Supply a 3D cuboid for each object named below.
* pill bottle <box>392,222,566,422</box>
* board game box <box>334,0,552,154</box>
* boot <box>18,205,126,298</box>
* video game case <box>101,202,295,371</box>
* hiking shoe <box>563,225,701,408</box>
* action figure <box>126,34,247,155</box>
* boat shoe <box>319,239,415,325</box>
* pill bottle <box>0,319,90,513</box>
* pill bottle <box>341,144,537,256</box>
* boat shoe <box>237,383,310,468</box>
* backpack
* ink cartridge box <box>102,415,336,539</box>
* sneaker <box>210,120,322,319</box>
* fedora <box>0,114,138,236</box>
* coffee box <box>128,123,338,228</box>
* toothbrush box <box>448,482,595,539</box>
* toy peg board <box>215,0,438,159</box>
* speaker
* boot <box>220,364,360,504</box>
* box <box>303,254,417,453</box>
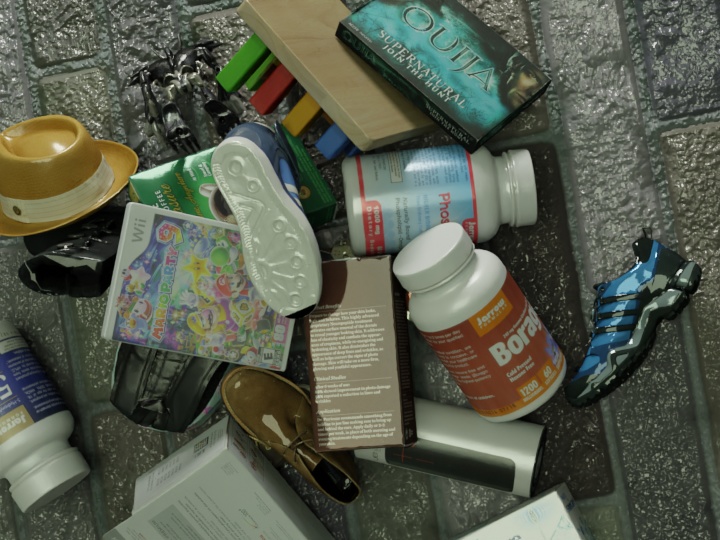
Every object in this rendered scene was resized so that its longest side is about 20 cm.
[{"bbox_3d":[0.121,0.052,1.610,0.112,0.112,0.200,-31,113,11],"label":"pill bottle"},{"bbox_3d":[0.090,-0.229,1.659,0.200,0.028,0.135,42,57,11],"label":"board game box"},{"bbox_3d":[-0.328,-0.017,1.706,0.165,0.200,0.066,-8,109,13],"label":"boot"},{"bbox_3d":[-0.160,0.019,1.618,0.200,0.018,0.143,12,86,-21],"label":"video game case"},{"bbox_3d":[0.273,0.056,1.642,0.087,0.074,0.200,39,88,18],"label":"hiking shoe"},{"bbox_3d":[-0.192,-0.188,1.721,0.119,0.200,0.102,-20,123,-4],"label":"action figure"},{"bbox_3d":[0.000,0.000,1.701,0.200,0.071,0.063,23,87,13],"label":"boat shoe"},{"bbox_3d":[-0.399,0.169,1.768,0.120,0.120,0.200,-36,82,10],"label":"pill bottle"},{"bbox_3d":[0.083,-0.078,1.652,0.200,0.109,0.109,-7,88,0],"label":"pill bottle"},{"bbox_3d":[-0.127,0.202,1.733,0.200,0.060,0.072,-39,81,10],"label":"boat shoe"},{"bbox_3d":[-0.191,0.084,1.715,0.167,0.127,0.200,23,92,14],"label":"backpack"},{"bbox_3d":[-0.153,0.291,1.686,0.176,0.084,0.200,-34,108,9],"label":"ink cartridge box"},{"bbox_3d":[-0.082,-0.060,1.604,0.081,0.146,0.200,-22,99,16],"label":"sneaker"},{"bbox_3d":[-0.350,-0.118,1.724,0.200,0.201,0.082,-10,124,13],"label":"fedora"},{"bbox_3d":[-0.140,-0.078,1.687,0.200,0.044,0.123,-23,67,-21],"label":"coffee box"},{"bbox_3d":[0.196,0.348,1.644,0.146,0.085,0.200,-28,82,12],"label":"toothbrush box"},{"bbox_3d":[-0.040,-0.191,1.659,0.199,0.200,0.098,49,117,9],"label":"toy peg board"},{"bbox_3d":[0.096,0.185,1.672,0.200,0.081,0.081,12,92,13],"label":"speaker"},{"bbox_3d":[-0.069,0.177,1.668,0.074,0.075,0.200,-45,110,-1],"label":"boot"},{"bbox_3d":[-0.002,0.087,1.622,0.100,0.075,0.200,-5,87,13],"label":"box"}]
